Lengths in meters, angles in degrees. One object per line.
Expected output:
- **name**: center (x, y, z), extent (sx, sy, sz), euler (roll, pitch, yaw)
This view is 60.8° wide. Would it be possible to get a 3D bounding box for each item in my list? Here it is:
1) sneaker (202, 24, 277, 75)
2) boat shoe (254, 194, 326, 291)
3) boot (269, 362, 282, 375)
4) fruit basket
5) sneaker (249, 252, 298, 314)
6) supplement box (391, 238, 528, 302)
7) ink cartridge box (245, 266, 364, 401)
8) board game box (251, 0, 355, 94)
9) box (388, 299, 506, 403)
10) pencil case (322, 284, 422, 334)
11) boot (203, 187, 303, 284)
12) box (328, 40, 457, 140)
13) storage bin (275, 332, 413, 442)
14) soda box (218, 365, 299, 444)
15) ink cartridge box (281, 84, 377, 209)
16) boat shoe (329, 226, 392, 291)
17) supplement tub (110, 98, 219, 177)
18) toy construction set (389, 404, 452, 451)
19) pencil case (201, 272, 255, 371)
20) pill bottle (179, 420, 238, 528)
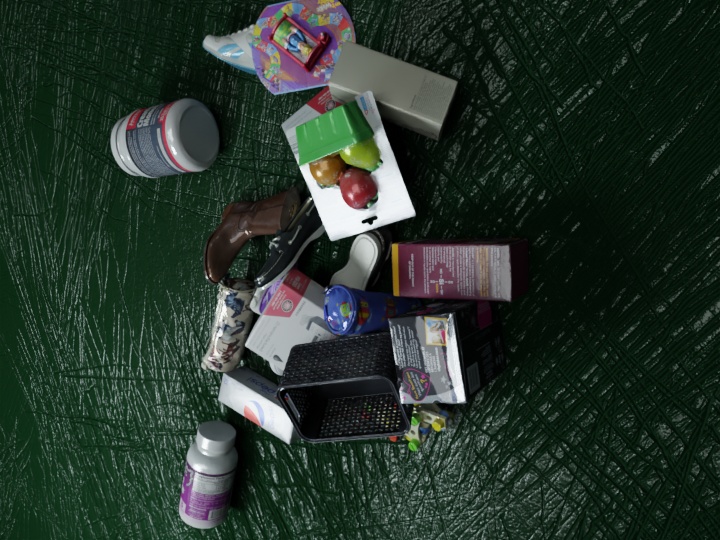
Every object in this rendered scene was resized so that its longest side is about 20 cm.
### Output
- **sneaker**: center (-0.215, -0.428, 1.181), extent (0.196, 0.076, 0.083), euler (21, 99, 19)
- **boat shoe**: center (-0.130, -0.052, 1.097), extent (0.061, 0.201, 0.075), euler (49, 152, -22)
- **boot**: center (-0.111, 0.123, 1.170), extent (0.095, 0.072, 0.205), euler (29, 110, 41)
- **fruit basket**: center (-0.015, -0.163, 0.997), extent (0.182, 0.094, 0.204), euler (-14, 110, 37)
- **sneaker**: center (-0.146, -0.003, 1.197), extent (0.082, 0.081, 0.204), euler (23, 102, -13)
- **supplement box**: center (0.160, -0.004, 0.982), extent (0.195, 0.110, 0.088), euler (1, 98, 30)
- **ink cartridge box**: center (-0.082, 0.116, 1.084), extent (0.197, 0.085, 0.147), euler (32, 109, -7)
- **board game box**: center (-0.107, -0.409, 1.092), extent (0.194, 0.039, 0.163), euler (-7, 91, 9)
- **box**: center (0.139, 0.119, 0.957), extent (0.112, 0.198, 0.136), euler (-8, 92, 31)
- **pencil case**: center (0.020, 0.071, 1.026), extent (0.085, 0.197, 0.080), euler (-12, 75, 41)
- **boot**: center (-0.203, -0.066, 1.174), extent (0.196, 0.064, 0.191), euler (-4, 64, 35)
- **box**: center (0.052, -0.289, 0.990), extent (0.196, 0.068, 0.084), euler (23, 85, 6)
- **storage bin**: center (-0.020, 0.189, 0.981), extent (0.195, 0.095, 0.137), euler (-10, 125, 19)
- **soda box**: center (-0.195, 0.270, 1.250), extent (0.196, 0.068, 0.065), euler (24, 107, 25)
- **ink cartridge box**: center (-0.032, -0.206, 1.087), extent (0.144, 0.082, 0.204), euler (-30, 80, 29)
- **boat shoe**: center (0.000, 0.000, 1.103), extent (0.074, 0.060, 0.202), euler (42, 135, 19)
- **supplement tub**: center (-0.402, -0.268, 1.266), extent (0.195, 0.139, 0.145), euler (-1, 95, 30)
- **toy construction set**: center (0.066, 0.228, 1.076), extent (0.200, 0.091, 0.133), euler (46, 140, 26)
- **pencil case**: center (-0.271, 0.112, 1.263), extent (0.078, 0.087, 0.205), euler (41, 119, 53)
- **pill bottle**: center (-0.324, 0.435, 1.320), extent (0.110, 0.111, 0.206), euler (19, 105, 27)
